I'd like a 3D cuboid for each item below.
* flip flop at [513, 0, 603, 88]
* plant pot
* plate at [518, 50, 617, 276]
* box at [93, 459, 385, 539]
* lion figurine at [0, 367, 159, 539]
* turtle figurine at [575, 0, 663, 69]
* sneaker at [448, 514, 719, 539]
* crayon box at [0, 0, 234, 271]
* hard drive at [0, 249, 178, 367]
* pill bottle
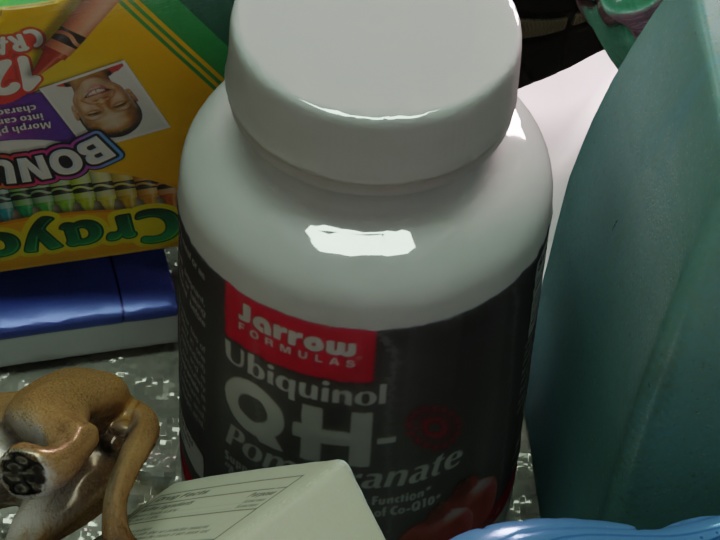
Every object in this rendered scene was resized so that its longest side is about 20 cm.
[{"bbox_3d":[0.068,-0.116,0.960,0.199,0.081,0.058,-18,50,-34],"label":"flip flop"},{"bbox_3d":[0.134,0.012,0.810,0.141,0.201,0.142,1,46,-5],"label":"plant pot"},{"bbox_3d":[0.019,-0.090,0.985,0.200,0.032,0.200,37,52,4],"label":"plate"},{"bbox_3d":[-0.079,0.134,0.723,0.200,0.078,0.095,-34,12,-35],"label":"box"},{"bbox_3d":[-0.124,0.053,0.791,0.199,0.073,0.122,7,21,23],"label":"lion figurine"},{"bbox_3d":[0.130,-0.059,0.899,0.149,0.200,0.101,18,73,45],"label":"turtle figurine"},{"bbox_3d":[0.103,0.106,0.733,0.199,0.071,0.083,-5,52,-25],"label":"sneaker"},{"bbox_3d":[-0.111,-0.060,0.855,0.199,0.119,0.058,-9,50,2],"label":"crayon box"},{"bbox_3d":[-0.173,-0.015,0.931,0.199,0.025,0.132,-8,47,-12],"label":"hard drive"},{"bbox_3d":[0.000,0.000,0.810,0.110,0.201,0.111,2,46,-2],"label":"pill bottle"}]
